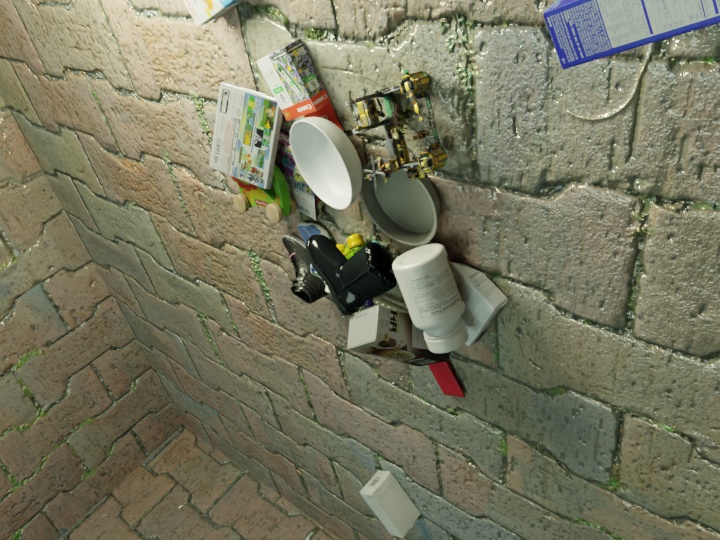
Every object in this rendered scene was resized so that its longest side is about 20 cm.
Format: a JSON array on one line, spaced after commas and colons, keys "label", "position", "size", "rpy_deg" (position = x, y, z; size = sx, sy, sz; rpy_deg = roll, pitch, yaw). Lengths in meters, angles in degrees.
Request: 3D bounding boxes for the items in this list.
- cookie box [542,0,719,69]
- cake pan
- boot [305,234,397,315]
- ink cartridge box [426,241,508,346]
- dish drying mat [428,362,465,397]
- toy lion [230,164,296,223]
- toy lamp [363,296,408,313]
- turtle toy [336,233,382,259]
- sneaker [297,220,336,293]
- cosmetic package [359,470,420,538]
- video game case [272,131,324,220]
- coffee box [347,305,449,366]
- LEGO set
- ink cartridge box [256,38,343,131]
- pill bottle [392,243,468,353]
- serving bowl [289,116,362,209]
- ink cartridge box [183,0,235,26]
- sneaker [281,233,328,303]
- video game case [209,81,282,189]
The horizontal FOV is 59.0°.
[{"label": "cookie box", "position": [0.331, -0.315, 0.697], "size": [0.199, 0.171, 0.076], "rpy_deg": [-2, 126, 50]}, {"label": "cake pan", "position": [0.083, -0.143, 1.294], "size": [0.199, 0.037, 0.202], "rpy_deg": [31, 144, 26]}, {"label": "boot", "position": [-0.018, -0.021, 1.349], "size": [0.168, 0.076, 0.202], "rpy_deg": [-38, 76, 43]}, {"label": "ink cartridge box", "position": [0.204, 0.042, 1.349], "size": [0.201, 0.057, 0.163], "rpy_deg": [53, 151, 21]}, {"label": "dish drying mat", "position": [0.192, 0.229, 1.571], "size": [0.076, 0.018, 0.201], "rpy_deg": [-3, 122, 52]}, {"label": "toy lion", "position": [-0.252, -0.227, 1.524], "size": [0.198, 0.068, 0.194], "rpy_deg": [20, 129, 37]}, {"label": "toy lamp", "position": [0.092, 0.094, 1.513], "size": [0.198, 0.058, 0.059], "rpy_deg": [19, 138, 37]}, {"label": "turtle toy", "position": [0.000, 0.000, 1.479], "size": [0.199, 0.100, 0.148], "rpy_deg": [-28, 76, 56]}, {"label": "sneaker", "position": [-0.096, -0.035, 1.584], "size": [0.201, 0.077, 0.075], "rpy_deg": [55, 149, -8]}, {"label": "cosmetic package", "position": [0.104, 0.801, 2.187], "size": [0.081, 0.113, 0.201], "rpy_deg": [-18, 108, 55]}, {"label": "video game case", "position": [-0.169, -0.234, 1.500], "size": [0.199, 0.036, 0.183], "rpy_deg": [32, 144, 26]}, {"label": "coffee box", "position": [0.085, 0.145, 1.377], "size": [0.198, 0.081, 0.113], "rpy_deg": [17, 156, -29]}, {"label": "LEGO set", "position": [0.056, -0.243, 1.116], "size": [0.153, 0.115, 0.203], "rpy_deg": [12, 120, 46]}, {"label": "ink cartridge box", "position": [-0.122, -0.357, 1.303], "size": [0.108, 0.050, 0.202], "rpy_deg": [-1, 123, 50]}, {"label": "pill bottle", "position": [0.148, 0.058, 1.287], "size": [0.114, 0.114, 0.202], "rpy_deg": [-2, 115, 50]}, {"label": "serving bowl", "position": [-0.060, -0.228, 1.310], "size": [0.200, 0.066, 0.201], "rpy_deg": [41, 152, 28]}, {"label": "ink cartridge box", "position": [-0.309, -0.573, 1.283], "size": [0.199, 0.068, 0.116], "rpy_deg": [-3, 122, 51]}, {"label": "sneaker", "position": [-0.159, 0.000, 1.675], "size": [0.201, 0.099, 0.071], "rpy_deg": [50, 149, -1]}, {"label": "video game case", "position": [-0.262, -0.308, 1.451], "size": [0.181, 0.022, 0.203], "rpy_deg": [23, 111, 27]}]
